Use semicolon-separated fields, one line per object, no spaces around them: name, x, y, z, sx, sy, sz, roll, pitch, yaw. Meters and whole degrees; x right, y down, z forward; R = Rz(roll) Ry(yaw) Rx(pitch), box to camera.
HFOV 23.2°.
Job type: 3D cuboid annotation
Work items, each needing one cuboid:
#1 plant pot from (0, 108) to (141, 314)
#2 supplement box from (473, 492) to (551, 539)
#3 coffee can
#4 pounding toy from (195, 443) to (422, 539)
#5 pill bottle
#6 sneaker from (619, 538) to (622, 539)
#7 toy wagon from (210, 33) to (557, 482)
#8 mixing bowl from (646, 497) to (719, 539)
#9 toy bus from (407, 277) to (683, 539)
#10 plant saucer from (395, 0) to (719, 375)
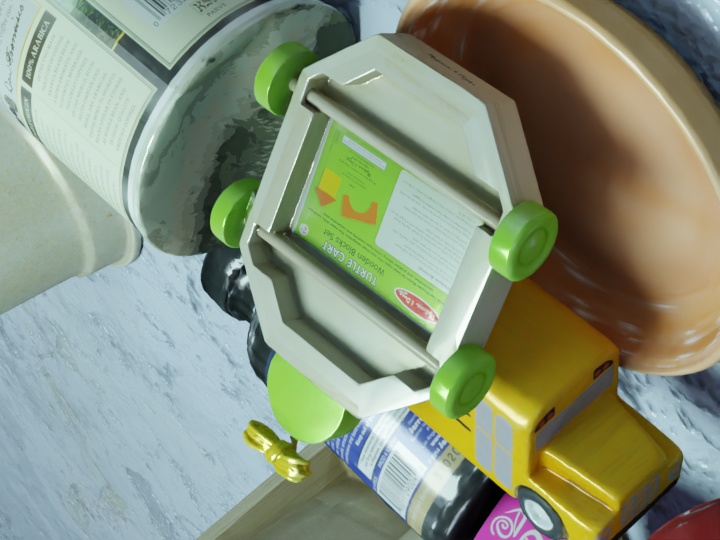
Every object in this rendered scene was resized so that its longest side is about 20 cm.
plant pot;-0.290;-0.036;1.260;0.200;0.183;0.201;40;153;25
supplement box;0.124;0.214;0.896;0.101;0.104;0.200;26;166;45
coffee can;-0.121;-0.123;0.886;0.200;0.146;0.147;40;153;24
pounding toy;-0.024;0.226;1.127;0.184;0.200;0.143;17;139;52
pill bottle;0.012;0.043;0.921;0.200;0.112;0.112;43;154;20
sneaker;0.107;0.202;0.996;0.075;0.090;0.201;23;143;47
toy wagon;0.000;0.000;0.767;0.155;0.039;0.201;37;119;31
mixing bowl;0.173;0.166;0.749;0.201;0.199;0.109;81;175;-47
toy bus;0.055;0.038;0.808;0.200;0.065;0.079;39;153;29
plant saucer;0.094;-0.046;0.745;0.200;0.037;0.201;39;152;25
